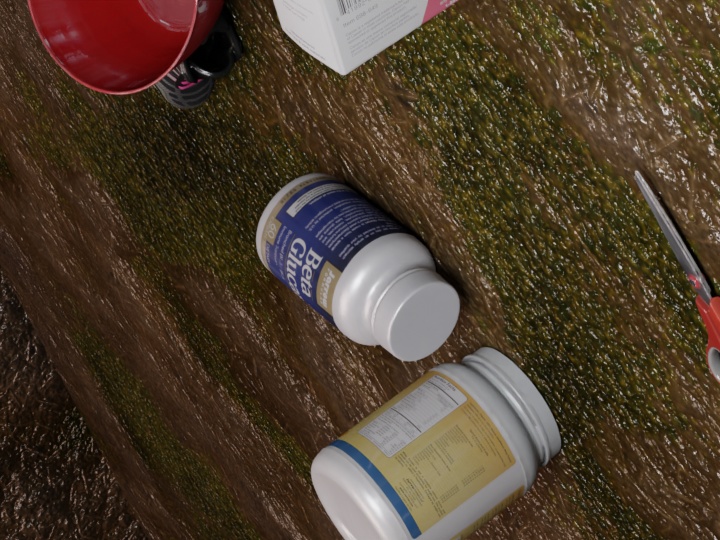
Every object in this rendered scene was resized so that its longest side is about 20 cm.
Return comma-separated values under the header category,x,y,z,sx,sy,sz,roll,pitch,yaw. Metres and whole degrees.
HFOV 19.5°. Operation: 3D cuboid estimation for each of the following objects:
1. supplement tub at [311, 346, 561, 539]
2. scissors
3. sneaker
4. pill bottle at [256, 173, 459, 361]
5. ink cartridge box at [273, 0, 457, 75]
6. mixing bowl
category,x,y,z,sx,sy,sz,roll,pitch,yaw
supplement tub,0.071,0.176,1.922,0.145,0.200,0.145,47,160,23
scissors,0.249,0.017,1.486,0.073,0.014,0.201,29,148,59
sneaker,-0.161,-0.207,2.038,0.088,0.074,0.200,54,159,23
pill bottle,0.000,0.000,1.936,0.200,0.111,0.111,38,156,42
ink cartridge box,-0.002,-0.258,1.415,0.085,0.145,0.200,40,157,41
mixing bowl,-0.195,-0.265,1.904,0.199,0.108,0.201,8,105,33
